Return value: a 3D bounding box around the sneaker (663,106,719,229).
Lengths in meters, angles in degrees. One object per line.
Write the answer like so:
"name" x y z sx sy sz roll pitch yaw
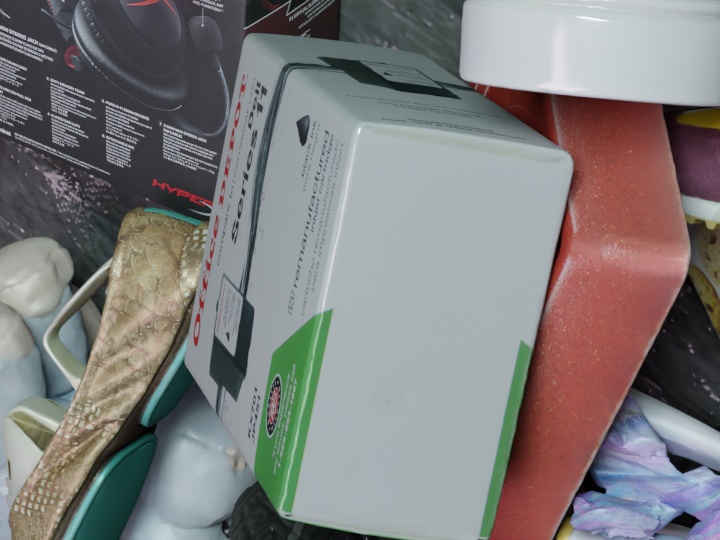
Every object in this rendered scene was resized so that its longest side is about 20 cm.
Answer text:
"sneaker" 0.190 -0.063 1.035 0.200 0.075 0.090 2 111 19

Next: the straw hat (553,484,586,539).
"straw hat" 0.054 0.114 1.251 0.201 0.085 0.201 38 149 29

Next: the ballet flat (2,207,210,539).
"ballet flat" -0.112 0.057 1.242 0.065 0.070 0.200 33 108 13

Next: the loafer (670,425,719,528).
"loafer" 0.146 0.160 1.219 0.071 0.073 0.200 27 132 22

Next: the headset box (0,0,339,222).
"headset box" -0.086 -0.135 1.215 0.148 0.075 0.200 22 129 26

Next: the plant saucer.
"plant saucer" 0.061 -0.007 1.108 0.037 0.200 0.200 8 134 -14

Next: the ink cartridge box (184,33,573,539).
"ink cartridge box" 0.000 0.000 1.094 0.200 0.083 0.147 -135 55 -71

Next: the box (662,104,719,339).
"box" 0.166 0.022 1.138 0.041 0.039 0.200 -15 107 43

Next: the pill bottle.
"pill bottle" 0.089 -0.159 0.982 0.113 0.113 0.201 9 98 35

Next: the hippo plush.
"hippo plush" -0.128 0.100 1.333 0.161 0.159 0.200 24 96 10

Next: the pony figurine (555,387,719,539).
"pony figurine" 0.175 0.104 1.074 0.200 0.167 0.193 16 148 16

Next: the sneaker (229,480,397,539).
"sneaker" 0.021 0.153 1.180 0.200 0.076 0.091 41 161 34
